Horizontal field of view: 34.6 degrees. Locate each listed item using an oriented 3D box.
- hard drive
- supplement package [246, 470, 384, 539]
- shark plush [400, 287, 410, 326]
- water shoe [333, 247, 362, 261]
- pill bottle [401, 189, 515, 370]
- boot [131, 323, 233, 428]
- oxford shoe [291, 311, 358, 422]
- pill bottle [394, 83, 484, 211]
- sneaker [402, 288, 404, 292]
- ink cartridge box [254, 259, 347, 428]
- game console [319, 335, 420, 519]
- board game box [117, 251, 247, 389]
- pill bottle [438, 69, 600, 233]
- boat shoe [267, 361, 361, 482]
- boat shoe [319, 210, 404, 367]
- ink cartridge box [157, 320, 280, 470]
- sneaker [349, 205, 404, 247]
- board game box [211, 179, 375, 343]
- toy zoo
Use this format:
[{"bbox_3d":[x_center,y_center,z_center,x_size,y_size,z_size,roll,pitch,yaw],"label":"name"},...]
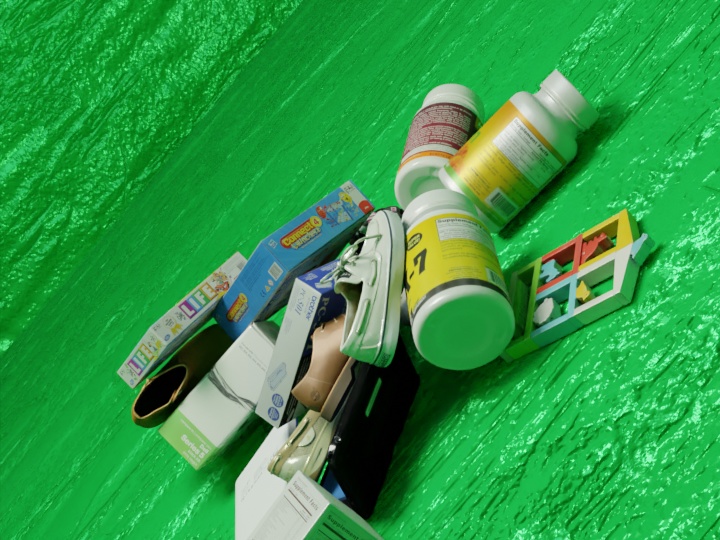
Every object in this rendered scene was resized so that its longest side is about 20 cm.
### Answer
[{"bbox_3d":[-0.116,0.286,1.454,0.133,0.025,0.201,-55,19,18],"label":"hard drive"},{"bbox_3d":[-0.071,0.333,1.204,0.201,0.109,0.114,-52,22,-5],"label":"supplement package"},{"bbox_3d":[0.114,0.052,1.419,0.199,0.090,0.084,24,93,46],"label":"shark plush"},{"bbox_3d":[0.000,0.000,1.531,0.071,0.079,0.200,-34,26,4],"label":"water shoe"},{"bbox_3d":[0.103,0.005,1.308,0.114,0.114,0.201,-39,33,23],"label":"pill bottle"},{"bbox_3d":[-0.245,0.145,1.636,0.201,0.071,0.144,-48,-1,-18],"label":"boot"},{"bbox_3d":[-0.017,0.073,1.367,0.202,0.071,0.071,-61,-10,-12],"label":"oxford shoe"},{"bbox_3d":[0.120,-0.171,1.652,0.114,0.114,0.201,-32,28,37],"label":"pill bottle"},{"bbox_3d":[-0.017,0.055,1.629,0.199,0.060,0.105,-8,44,54],"label":"sneaker"},{"bbox_3d":[-0.065,0.091,1.434,0.094,0.044,0.202,-25,-40,-53],"label":"ink cartridge box"},{"bbox_3d":[-0.016,0.182,1.347,0.115,0.177,0.202,2,49,27],"label":"game console"},{"bbox_3d":[-0.244,0.069,1.617,0.200,0.034,0.135,-45,-1,-44],"label":"board game box"},{"bbox_3d":[0.204,-0.154,1.465,0.200,0.111,0.111,-45,22,11],"label":"pill bottle"},{"bbox_3d":[-0.051,0.175,1.422,0.074,0.062,0.202,107,-174,-55],"label":"boat shoe"},{"bbox_3d":[-0.002,0.011,1.304,0.075,0.085,0.204,124,156,-54],"label":"boat shoe"},{"bbox_3d":[-0.175,0.173,1.630,0.200,0.084,0.145,-48,-6,5],"label":"ink cartridge box"},{"bbox_3d":[0.042,-0.057,1.673,0.086,0.081,0.200,-42,26,-9],"label":"sneaker"},{"bbox_3d":[-0.094,-0.012,1.611,0.195,0.056,0.200,-38,-8,-42],"label":"board game box"},{"bbox_3d":[0.236,0.011,1.256,0.199,0.020,0.132,-33,27,37],"label":"toy zoo"}]
